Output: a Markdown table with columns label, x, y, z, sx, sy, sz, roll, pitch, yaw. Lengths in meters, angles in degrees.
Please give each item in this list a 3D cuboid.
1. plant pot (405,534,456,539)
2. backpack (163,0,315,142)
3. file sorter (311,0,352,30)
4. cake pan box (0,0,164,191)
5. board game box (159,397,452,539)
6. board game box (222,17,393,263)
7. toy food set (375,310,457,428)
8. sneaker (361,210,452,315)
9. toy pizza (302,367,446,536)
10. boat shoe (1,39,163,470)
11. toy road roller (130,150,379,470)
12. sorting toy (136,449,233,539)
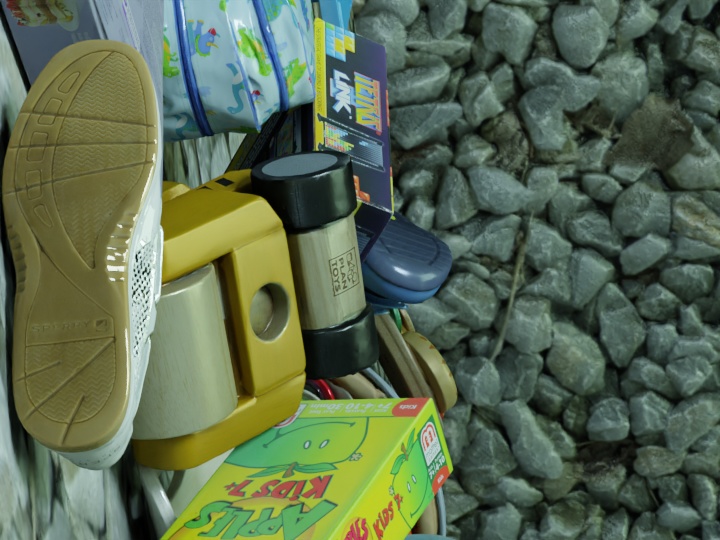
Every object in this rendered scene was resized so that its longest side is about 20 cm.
| label | x | y | z | sx | sy | sz | roll | pitch | yaw |
| --- | --- | --- | --- | --- | --- | --- | --- | --- | --- |
| plant pot | 0.043 | 0.300 | 1.524 | 0.197 | 0.199 | 0.201 | 54 | 20 | -32 |
| backpack | -0.091 | -0.171 | 1.499 | 0.164 | 0.152 | 0.201 | 86 | 15 | -47 |
| file sorter | -0.081 | -0.259 | 1.735 | 0.139 | 0.122 | 0.202 | -82 | 164 | -71 |
| cake pan box | -0.140 | -0.151 | 1.284 | 0.201 | 0.052 | 0.185 | 76 | 10 | -51 |
| board game box | -0.039 | 0.137 | 1.279 | 0.200 | 0.101 | 0.048 | -50 | 130 | -51 |
| board game box | -0.047 | -0.028 | 1.557 | 0.200 | 0.056 | 0.166 | -57 | -159 | 36 |
| toy food set | 0.051 | 0.095 | 2.857 | 0.199 | 0.048 | 0.200 | 59 | -6 | 23 |
| sneaker | 0.000 | 0.000 | 1.592 | 0.083 | 0.074 | 0.200 | -67 | -162 | 4 |
| toy pizza | -0.027 | 0.143 | 1.600 | 0.032 | 0.199 | 0.202 | -21 | 107 | -44 |
| boat shoe | -0.125 | -0.006 | 1.146 | 0.069 | 0.070 | 0.202 | 74 | 18 | -67 |
| toy road roller | -0.092 | 0.013 | 1.364 | 0.199 | 0.145 | 0.124 | -28 | 116 | -45 |
| sorting toy | -0.071 | 0.157 | 1.399 | 0.200 | 0.106 | 0.181 | -66 | 137 | -60 |
